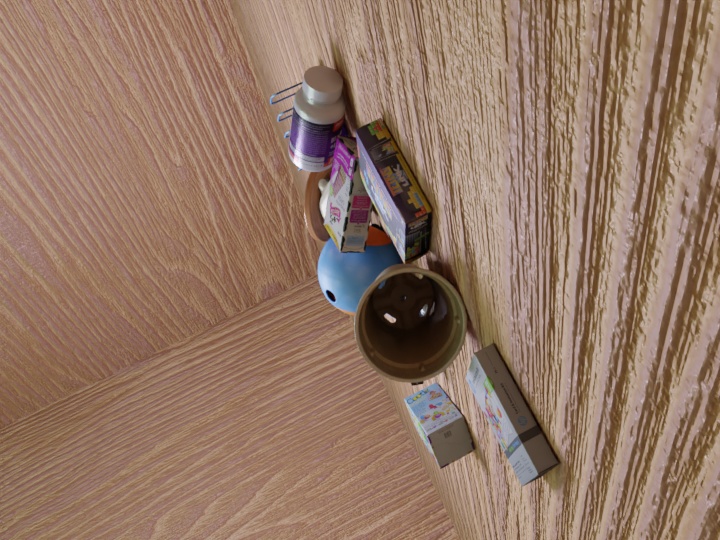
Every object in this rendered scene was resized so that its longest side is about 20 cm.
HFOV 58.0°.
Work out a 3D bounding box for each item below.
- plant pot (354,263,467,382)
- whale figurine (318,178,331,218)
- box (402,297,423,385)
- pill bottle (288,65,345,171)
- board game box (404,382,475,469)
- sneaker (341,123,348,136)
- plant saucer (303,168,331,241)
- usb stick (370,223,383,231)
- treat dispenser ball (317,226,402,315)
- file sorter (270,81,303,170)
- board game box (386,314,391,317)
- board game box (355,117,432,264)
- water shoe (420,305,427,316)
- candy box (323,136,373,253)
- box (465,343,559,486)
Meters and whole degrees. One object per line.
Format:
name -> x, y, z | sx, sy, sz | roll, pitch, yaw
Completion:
plant pot -> 0.084, 0.074, 1.197 | 0.184, 0.196, 0.205 | -96, -17, -76
whale figurine -> -0.028, -0.192, 1.558 | 0.156, 0.103, 0.204 | 24, 130, 27
box -> 0.116, 0.158, 1.596 | 0.145, 0.035, 0.203 | 74, -175, -48
pill bottle -> -0.090, -0.316, 1.357 | 0.113, 0.109, 0.202 | 62, 154, 30
board game box -> 0.199, 0.392, 1.662 | 0.200, 0.103, 0.105 | -130, 16, -71
sneaker -> -0.081, -0.359, 1.462 | 0.100, 0.068, 0.204 | 118, 128, -79
plant saucer -> -0.085, -0.176, 1.663 | 0.199, 0.031, 0.207 | 7, -90, -66
usb stick -> 0.053, -0.041, 1.647 | 0.055, 0.032, 0.202 | 45, 162, 33
treat dispenser ball -> 0.000, 0.000, 1.480 | 0.201, 0.197, 0.205 | 155, 90, -84
file sorter -> -0.142, -0.374, 1.687 | 0.139, 0.120, 0.204 | -149, 35, -80
board game box -> 0.015, 0.027, 1.709 | 0.196, 0.044, 0.201 | 22, 151, 28
board game box -> 0.058, -0.136, 1.152 | 0.166, 0.056, 0.203 | 78, 167, -67
water shoe -> 0.139, 0.153, 1.406 | 0.203, 0.077, 0.072 | 73, 170, -47
candy box -> -0.021, -0.158, 1.346 | 0.137, 0.059, 0.205 | -124, 38, -57
box -> 0.238, 0.237, 1.050 | 0.157, 0.040, 0.204 | 81, 165, -66
